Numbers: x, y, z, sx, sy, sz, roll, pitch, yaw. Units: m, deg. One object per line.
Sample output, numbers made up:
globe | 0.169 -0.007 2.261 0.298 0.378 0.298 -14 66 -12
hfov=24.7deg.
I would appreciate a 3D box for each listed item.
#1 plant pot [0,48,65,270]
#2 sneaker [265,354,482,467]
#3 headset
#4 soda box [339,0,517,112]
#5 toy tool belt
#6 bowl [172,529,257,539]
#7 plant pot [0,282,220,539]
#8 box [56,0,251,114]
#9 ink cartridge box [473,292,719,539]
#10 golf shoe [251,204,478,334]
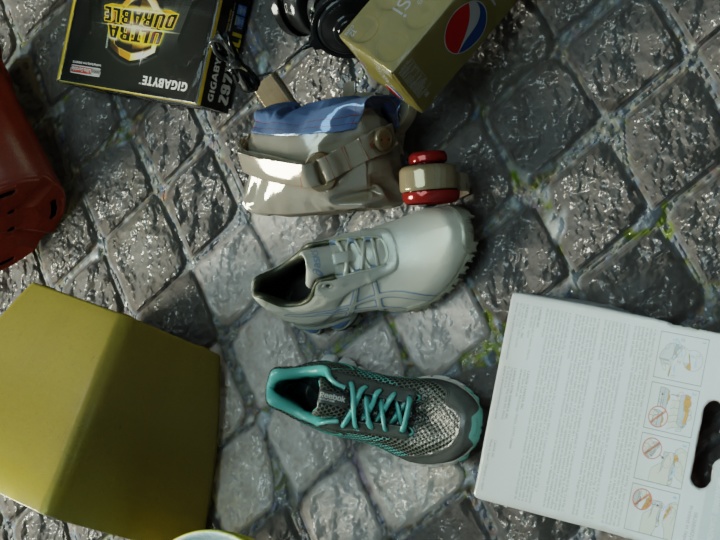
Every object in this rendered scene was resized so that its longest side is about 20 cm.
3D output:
plant pot | -0.398 -0.110 1.617 0.201 0.200 0.196 -46 67 24
sneaker | 0.004 0.113 1.319 0.199 0.091 0.078 6 88 38
headset | -0.035 -0.227 1.365 0.200 0.094 0.123 -47 41 -9
soda box | 0.079 -0.227 1.285 0.200 0.064 0.068 -49 55 -3
toy tool belt | -0.010 -0.110 1.343 0.199 0.125 0.124 -3 90 37
bowl | -0.093 0.313 1.356 0.199 0.107 0.202 -6 81 37
plant pot | -0.237 0.124 1.456 0.199 0.200 0.177 16 82 38
box | -0.192 -0.241 1.552 0.199 0.049 0.161 14 91 39
ink cartridge box | 0.191 0.110 1.210 0.199 0.050 0.163 11 90 30
golf shoe | 0.000 0.000 1.336 0.199 0.097 0.079 -26 67 31
